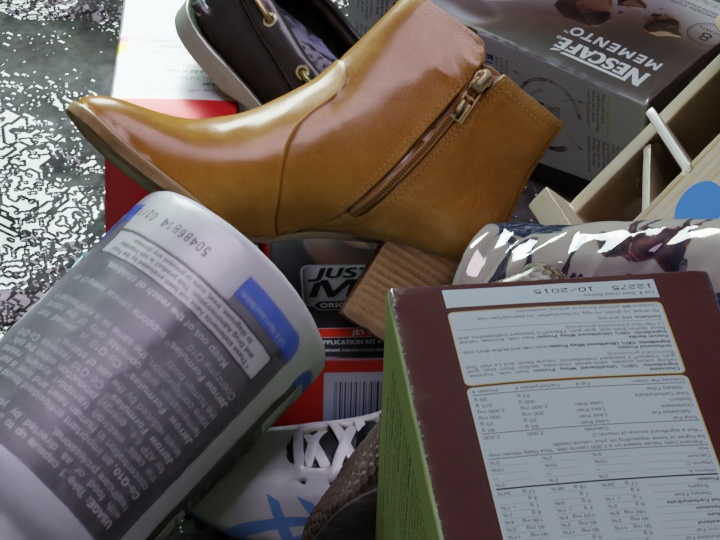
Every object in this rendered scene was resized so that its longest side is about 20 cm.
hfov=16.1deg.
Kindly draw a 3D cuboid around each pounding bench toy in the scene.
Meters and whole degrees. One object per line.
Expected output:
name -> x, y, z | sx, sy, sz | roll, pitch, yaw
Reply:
pounding bench toy -> 0.205, -0.001, 1.174 | 0.124, 0.156, 0.200 | 32, 20, -40

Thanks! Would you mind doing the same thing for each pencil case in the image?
pencil case -> 0.135, 0.022, 1.088 | 0.199, 0.078, 0.090 | 0, 79, 27

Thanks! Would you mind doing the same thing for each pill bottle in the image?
pill bottle -> -0.119, 0.071, 1.102 | 0.114, 0.114, 0.200 | 32, 68, 32

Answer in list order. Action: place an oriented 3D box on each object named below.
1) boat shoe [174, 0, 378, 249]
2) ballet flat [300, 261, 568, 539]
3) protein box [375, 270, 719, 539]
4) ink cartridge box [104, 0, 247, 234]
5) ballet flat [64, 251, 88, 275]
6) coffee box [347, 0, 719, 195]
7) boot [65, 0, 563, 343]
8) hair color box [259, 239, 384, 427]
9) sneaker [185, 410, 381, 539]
boat shoe -> -0.006, -0.079, 1.227 | 0.201, 0.061, 0.072 | 45, 33, 11
ballet flat -> 0.032, 0.069, 1.089 | 0.067, 0.200, 0.047 | 14, 38, -25
protein box -> 0.085, 0.141, 0.990 | 0.134, 0.199, 0.201 | -3, 39, -7
ink cartridge box -> -0.093, -0.063, 1.301 | 0.067, 0.117, 0.201 | 2, 38, -1
ballet flat -> -0.151, 0.062, 1.189 | 0.064, 0.068, 0.200 | 33, 47, 7
coffee box -> 0.103, -0.119, 1.410 | 0.199, 0.080, 0.113 | 27, 44, 29
boot -> -0.019, -0.071, 1.165 | 0.201, 0.145, 0.071 | 32, -4, -9
hair color box -> 0.000, 0.000, 1.272 | 0.101, 0.062, 0.201 | -1, 38, -5
sneaker -> 0.013, 0.086, 1.159 | 0.198, 0.073, 0.072 | -2, 40, -2
